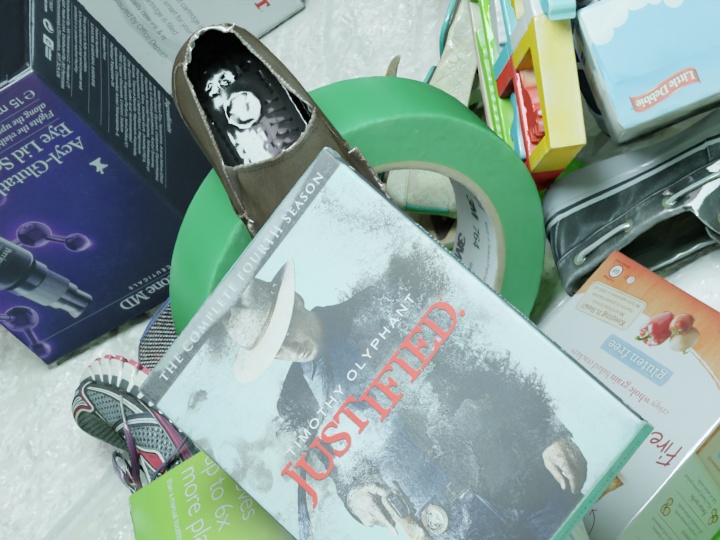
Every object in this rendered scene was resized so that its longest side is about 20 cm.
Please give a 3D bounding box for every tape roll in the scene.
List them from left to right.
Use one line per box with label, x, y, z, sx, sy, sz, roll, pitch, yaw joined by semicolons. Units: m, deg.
tape roll;0.000;0.000;1.367;0.200;0.201;0.048;-42;41;-1

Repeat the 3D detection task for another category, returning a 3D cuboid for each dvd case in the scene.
dvd case;0.012;0.062;1.173;0.200;0.022;0.146;42;98;23

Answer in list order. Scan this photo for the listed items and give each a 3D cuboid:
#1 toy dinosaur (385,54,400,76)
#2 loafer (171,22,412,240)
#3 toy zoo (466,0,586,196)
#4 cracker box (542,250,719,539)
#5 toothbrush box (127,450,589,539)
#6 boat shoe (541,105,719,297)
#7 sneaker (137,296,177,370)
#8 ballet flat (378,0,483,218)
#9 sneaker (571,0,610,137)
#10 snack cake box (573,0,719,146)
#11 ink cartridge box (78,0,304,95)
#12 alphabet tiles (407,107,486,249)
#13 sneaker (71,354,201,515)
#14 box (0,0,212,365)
toy dinosaur;-0.013;-0.043;1.493;0.101;0.058;0.201;40;116;45
loafer;-0.031;-0.037;1.244;0.073;0.071;0.200;-40;75;-1
toy zoo;0.087;-0.114;1.389;0.020;0.200;0.132;-8;82;-7
cracker box;0.112;0.100;1.300;0.200;0.058;0.134;-49;40;-7
toothbrush box;-0.001;0.131;1.254;0.199;0.086;0.146;-31;43;14
boat shoe;0.189;-0.037;1.365;0.199;0.072;0.071;-24;58;26
sneaker;-0.069;0.005;1.450;0.200;0.078;0.076;-41;56;39
ballet flat;0.069;-0.113;1.526;0.062;0.068;0.201;17;65;12
sneaker;0.142;-0.182;1.488;0.070;0.109;0.201;-16;46;27
snack cake box;0.212;-0.133;1.347;0.199;0.115;0.068;-22;86;2
ink cartridge box;-0.159;-0.186;1.702;0.199;0.147;0.083;-32;39;9
alphabet tiles;-0.017;-0.034;1.562;0.199;0.008;0.168;-15;46;29
sneaker;-0.103;0.109;1.447;0.075;0.081;0.200;-52;41;-9
box;-0.190;-0.061;1.568;0.147;0.200;0.105;-29;40;21
